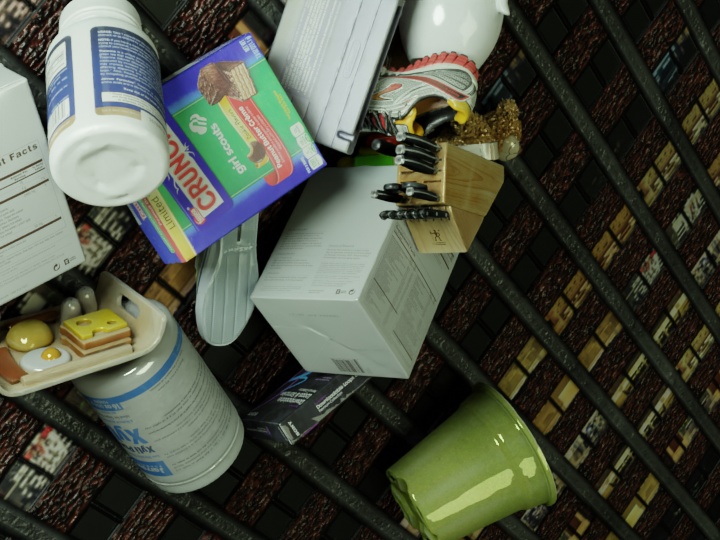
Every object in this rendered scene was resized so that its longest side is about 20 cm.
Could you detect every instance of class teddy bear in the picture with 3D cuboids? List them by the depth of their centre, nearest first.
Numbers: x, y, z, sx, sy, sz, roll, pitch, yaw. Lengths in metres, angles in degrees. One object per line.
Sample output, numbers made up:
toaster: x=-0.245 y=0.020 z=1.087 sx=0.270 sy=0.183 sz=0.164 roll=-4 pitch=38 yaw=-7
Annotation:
teddy bear: x=0.138 y=-0.148 z=1.688 sx=0.199 sy=0.067 sz=0.146 roll=-12 pitch=119 yaw=-37

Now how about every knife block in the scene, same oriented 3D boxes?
knife block: x=0.083 y=-0.115 z=1.458 sx=0.200 sy=0.064 sz=0.176 roll=-58 pitch=137 yaw=-42

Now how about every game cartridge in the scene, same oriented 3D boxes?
game cartridge: x=-0.035 y=-0.246 z=1.452 sx=0.038 sy=0.129 sz=0.201 roll=-1 pitch=113 yaw=-69

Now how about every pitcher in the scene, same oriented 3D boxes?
pitcher: x=0.132 y=-0.333 z=1.499 sx=0.121 sy=0.171 sz=0.202 roll=13 pitch=86 yaw=-56

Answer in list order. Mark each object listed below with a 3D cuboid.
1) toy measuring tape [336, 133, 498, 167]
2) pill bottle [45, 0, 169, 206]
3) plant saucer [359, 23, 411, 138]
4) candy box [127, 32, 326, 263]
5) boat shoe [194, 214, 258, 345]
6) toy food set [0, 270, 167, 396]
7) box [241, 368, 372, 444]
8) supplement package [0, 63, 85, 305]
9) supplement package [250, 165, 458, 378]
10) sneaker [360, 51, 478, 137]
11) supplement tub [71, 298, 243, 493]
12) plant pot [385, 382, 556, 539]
toy measuring tape: x=0.067 y=-0.140 z=1.600 sx=0.198 sy=0.074 sz=0.074 roll=-8 pitch=118 yaw=-7
pill bottle: x=-0.244 y=-0.169 z=1.243 sx=0.110 sy=0.201 sz=0.111 roll=-8 pitch=143 yaw=-6
plant saucer: x=0.007 y=-0.251 z=1.551 sx=0.199 sy=0.032 sz=0.202 roll=-19 pitch=120 yaw=-36
candy box: x=-0.164 y=-0.130 z=1.382 sx=0.200 sy=0.077 sz=0.170 roll=-36 pitch=103 yaw=-23
boat shoe: x=-0.155 y=-0.015 z=1.492 sx=0.072 sy=0.062 sz=0.201 roll=1 pitch=108 yaw=-31
toy food set: x=-0.317 y=0.053 z=1.325 sx=0.199 sy=0.143 sz=0.061 roll=-17 pitch=120 yaw=-34
box: x=-0.045 y=0.139 z=1.608 sx=0.200 sy=0.143 sz=0.036 roll=-40 pitch=102 yaw=-22
supplement package: x=-0.364 y=-0.085 z=1.235 sx=0.119 sy=0.121 sz=0.201 roll=-30 pitch=126 yaw=-27
supplement package: x=0.000 y=0.000 z=1.530 sx=0.151 sy=0.151 sz=0.201 roll=56 pitch=47 yaw=-41
sneaker: x=0.036 y=-0.187 z=1.474 sx=0.078 sy=0.199 sz=0.083 roll=53 pitch=31 yaw=-50
supplement tub: x=-0.227 y=0.141 z=1.453 sx=0.132 sy=0.132 sz=0.201 roll=-43 pitch=131 yaw=-18
plant pot: x=0.144 y=0.291 z=1.826 sx=0.184 sy=0.200 sz=0.201 roll=-31 pitch=128 yaw=-13
